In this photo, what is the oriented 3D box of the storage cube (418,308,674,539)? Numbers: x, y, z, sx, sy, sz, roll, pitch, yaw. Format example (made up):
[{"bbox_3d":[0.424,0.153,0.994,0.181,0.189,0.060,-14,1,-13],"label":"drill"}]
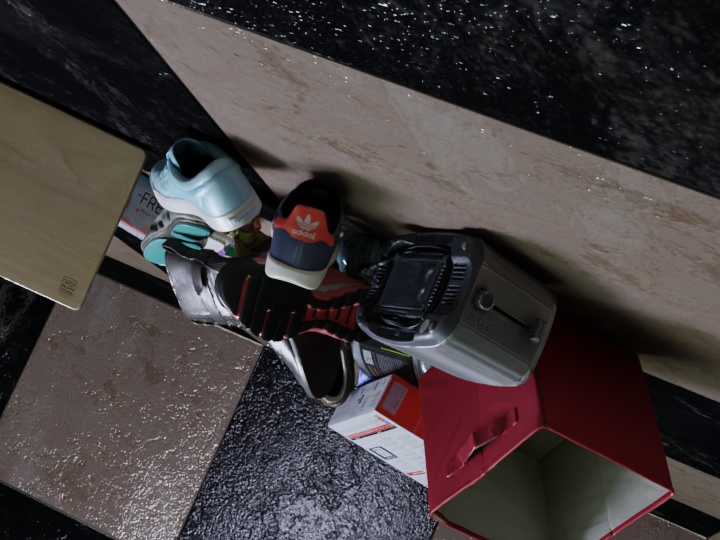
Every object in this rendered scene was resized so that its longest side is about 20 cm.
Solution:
[{"bbox_3d":[0.179,0.163,1.235,0.199,0.181,0.171,27,127,-26],"label":"storage cube"}]

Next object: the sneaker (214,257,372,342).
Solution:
[{"bbox_3d":[-0.069,0.025,1.225,0.199,0.074,0.087,13,-166,-38],"label":"sneaker"}]

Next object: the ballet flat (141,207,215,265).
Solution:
[{"bbox_3d":[-0.198,-0.056,1.394,0.067,0.064,0.200,14,163,-20],"label":"ballet flat"}]

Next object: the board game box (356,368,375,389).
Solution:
[{"bbox_3d":[0.103,0.136,1.589,0.134,0.045,0.200,20,-155,26],"label":"board game box"}]

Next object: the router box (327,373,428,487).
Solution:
[{"bbox_3d":[0.071,0.199,1.452,0.179,0.049,0.200,32,161,-9],"label":"router box"}]

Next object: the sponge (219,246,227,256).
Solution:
[{"bbox_3d":[-0.228,-0.044,1.814,0.111,0.030,0.200,24,172,7],"label":"sponge"}]

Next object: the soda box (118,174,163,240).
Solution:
[{"bbox_3d":[-0.282,-0.080,1.620,0.063,0.069,0.200,17,168,40],"label":"soda box"}]

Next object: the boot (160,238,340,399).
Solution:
[{"bbox_3d":[-0.121,0.048,1.350,0.173,0.069,0.201,0,122,40],"label":"boot"}]

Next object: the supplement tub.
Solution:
[{"bbox_3d":[0.085,0.085,1.423,0.122,0.123,0.199,30,171,-32],"label":"supplement tub"}]

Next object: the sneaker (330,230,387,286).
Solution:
[{"bbox_3d":[0.000,0.000,1.360,0.086,0.078,0.200,30,162,2],"label":"sneaker"}]

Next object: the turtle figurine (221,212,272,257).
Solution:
[{"bbox_3d":[-0.105,-0.017,1.382,0.161,0.064,0.200,44,170,10],"label":"turtle figurine"}]

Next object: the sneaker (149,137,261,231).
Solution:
[{"bbox_3d":[-0.165,-0.103,1.236,0.199,0.074,0.082,21,142,54],"label":"sneaker"}]

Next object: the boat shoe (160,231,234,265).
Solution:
[{"bbox_3d":[-0.208,-0.030,1.517,0.070,0.070,0.200,30,166,-19],"label":"boat shoe"}]

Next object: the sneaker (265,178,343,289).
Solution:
[{"bbox_3d":[-0.046,-0.051,1.186,0.074,0.085,0.200,15,-163,-6],"label":"sneaker"}]

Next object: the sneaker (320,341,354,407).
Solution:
[{"bbox_3d":[-0.040,0.064,1.468,0.070,0.202,0.076,-13,-169,-1],"label":"sneaker"}]

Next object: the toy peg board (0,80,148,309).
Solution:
[{"bbox_3d":[-0.368,-0.091,1.433,0.199,0.201,0.098,25,-173,-3],"label":"toy peg board"}]

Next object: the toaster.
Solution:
[{"bbox_3d":[0.088,0.038,1.156,0.129,0.114,0.199,30,166,-26],"label":"toaster"}]

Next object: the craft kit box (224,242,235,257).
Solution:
[{"bbox_3d":[-0.053,0.017,1.662,0.197,0.049,0.199,28,171,-40],"label":"craft kit box"}]
